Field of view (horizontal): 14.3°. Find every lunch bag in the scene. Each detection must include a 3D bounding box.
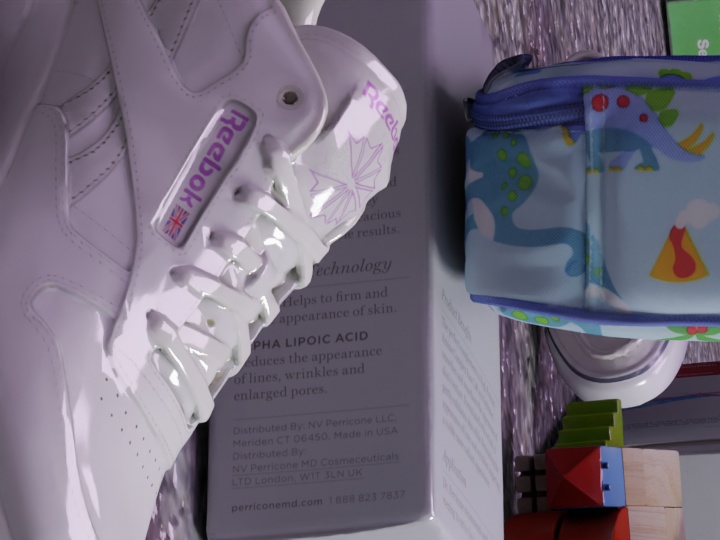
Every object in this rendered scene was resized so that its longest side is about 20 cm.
[{"bbox_3d":[0.133,-0.024,0.867,0.161,0.199,0.083,-13,104,-76],"label":"lunch bag"}]

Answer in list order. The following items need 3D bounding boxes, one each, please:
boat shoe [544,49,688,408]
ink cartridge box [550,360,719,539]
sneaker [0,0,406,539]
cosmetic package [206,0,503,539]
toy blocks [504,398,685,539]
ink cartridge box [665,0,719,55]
[{"bbox_3d":[0.118,-0.025,1.395,0.066,0.072,0.201,65,23,-44],"label":"boat shoe"},{"bbox_3d":[0.180,0.134,1.431,0.200,0.144,0.146,-36,120,-75],"label":"ink cartridge box"},{"bbox_3d":[-0.043,-0.012,0.644,0.075,0.099,0.201,68,23,-56],"label":"sneaker"},{"bbox_3d":[0.000,0.000,0.882,0.102,0.074,0.201,59,28,-63],"label":"cosmetic package"},{"bbox_3d":[0.095,0.152,1.216,0.137,0.099,0.201,11,74,-65],"label":"toy blocks"},{"bbox_3d":[0.322,-0.180,2.023,0.146,0.199,0.085,-60,144,-67],"label":"ink cartridge box"}]
